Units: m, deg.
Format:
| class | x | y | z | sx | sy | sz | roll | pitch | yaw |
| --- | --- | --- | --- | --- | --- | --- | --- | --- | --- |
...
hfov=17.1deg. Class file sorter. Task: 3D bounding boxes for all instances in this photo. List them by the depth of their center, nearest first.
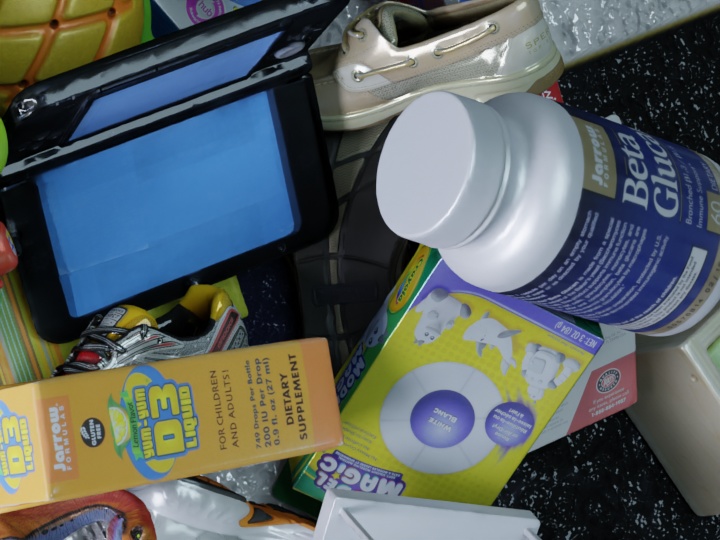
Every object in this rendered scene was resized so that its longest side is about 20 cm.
| class | x | y | z | sx | sy | sz | roll | pitch | yaw |
| --- | --- | --- | --- | --- | --- | --- | --- | --- | --- |
| file sorter | 0.036 | 0.247 | 1.354 | 0.138 | 0.125 | 0.201 | 9 | 107 | -27 |

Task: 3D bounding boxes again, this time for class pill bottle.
| class | x | y | z | sx | sy | sz | roll | pitch | yaw |
| --- | --- | --- | --- | --- | --- | --- | --- | --- | --- |
| pill bottle | 0.110 | -0.036 | 1.335 | 0.199 | 0.111 | 0.112 | 15 | 74 | -37 |

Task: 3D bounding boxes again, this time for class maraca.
| class | x | y | z | sx | sy | sz | roll | pitch | yaw |
| --- | --- | --- | --- | --- | --- | --- | --- | --- | --- |
| maraca | -0.176 | -0.136 | 1.361 | 0.137 | 0.107 | 0.200 | -39 | 120 | -4 |

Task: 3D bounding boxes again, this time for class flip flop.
| class | x | y | z | sx | sy | sz | roll | pitch | yaw |
| --- | --- | --- | --- | --- | --- | --- | --- | --- | --- |
| flip flop | 0.000 | 0.000 | 1.459 | 0.080 | 0.058 | 0.202 | -2 | 90 | 8 |

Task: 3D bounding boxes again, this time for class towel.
| class | x | y | z | sx | sy | sz | roll | pitch | yaw |
| --- | --- | --- | --- | --- | --- | --- | --- | --- | --- |
| towel | -0.163 | 0.018 | 1.392 | 0.199 | 0.018 | 0.087 | -20 | 95 | -30 |

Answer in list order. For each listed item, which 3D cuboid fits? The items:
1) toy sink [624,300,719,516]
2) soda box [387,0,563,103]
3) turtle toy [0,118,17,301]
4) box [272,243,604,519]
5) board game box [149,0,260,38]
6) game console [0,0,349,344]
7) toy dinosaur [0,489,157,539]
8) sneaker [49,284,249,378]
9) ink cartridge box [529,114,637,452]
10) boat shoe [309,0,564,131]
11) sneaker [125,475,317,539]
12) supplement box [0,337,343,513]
| class | x | y | z | sx | sy | sz | roll | pitch | yaw |
| --- | --- | --- | --- | --- | --- | --- | --- | --- | --- |
| toy sink | 0.278 | 0.047 | 1.573 | 0.200 | 0.112 | 0.131 | -40 | 101 | -28 |
| soda box | 0.072 | -0.137 | 1.491 | 0.070 | 0.063 | 0.201 | -29 | 113 | -29 |
| turtle toy | -0.239 | -0.012 | 1.265 | 0.145 | 0.201 | 0.101 | 32 | 39 | 13 |
| box | 0.041 | 0.085 | 1.409 | 0.117 | 0.048 | 0.201 | 26 | 114 | -16 |
| board game box | -0.102 | -0.249 | 1.447 | 0.200 | 0.056 | 0.196 | 48 | 63 | -14 |
| game console | -0.094 | -0.058 | 1.325 | 0.199 | 0.176 | 0.117 | -23 | 85 | -20 |
| toy dinosaur | -0.205 | 0.157 | 1.266 | 0.181 | 0.105 | 0.200 | -41 | 121 | -9 |
| sneaker | -0.148 | 0.062 | 1.349 | 0.199 | 0.078 | 0.083 | -22 | 115 | -38 |
| ink cartridge box | 0.103 | 0.003 | 1.461 | 0.116 | 0.067 | 0.201 | -21 | 121 | -29 |
| boat shoe | 0.022 | -0.130 | 1.420 | 0.072 | 0.199 | 0.065 | -57 | 134 | -47 |
| sneaker | -0.063 | 0.182 | 1.396 | 0.199 | 0.076 | 0.093 | 24 | 88 | -23 |
| supplement box | -0.106 | 0.081 | 1.288 | 0.199 | 0.069 | 0.067 | -9 | 89 | -38 |
